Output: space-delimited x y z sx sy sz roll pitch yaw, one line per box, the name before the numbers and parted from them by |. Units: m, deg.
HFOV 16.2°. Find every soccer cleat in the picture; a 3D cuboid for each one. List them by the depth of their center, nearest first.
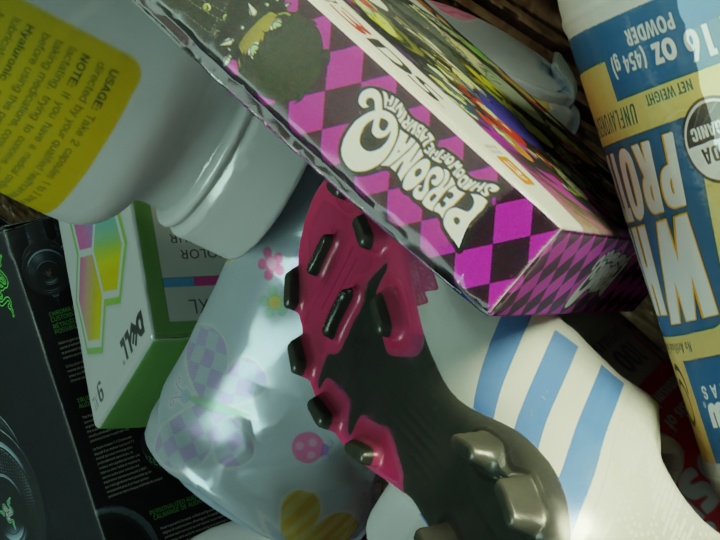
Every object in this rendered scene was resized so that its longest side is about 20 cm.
soccer cleat | 0.041 0.041 0.731 0.070 0.086 0.200 -67 31 27

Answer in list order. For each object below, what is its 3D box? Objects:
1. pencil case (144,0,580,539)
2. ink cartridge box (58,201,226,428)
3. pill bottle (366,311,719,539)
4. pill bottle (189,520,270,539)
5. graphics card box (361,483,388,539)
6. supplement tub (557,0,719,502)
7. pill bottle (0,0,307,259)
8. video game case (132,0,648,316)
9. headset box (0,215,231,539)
pencil case | 0.000 0.000 0.901 0.090 0.083 0.201 30 104 15
ink cartridge box | -0.079 0.003 1.042 0.104 0.059 0.202 129 133 -60
pill bottle | 0.108 0.110 0.804 0.200 0.112 0.112 42 139 9
pill bottle | -0.029 0.189 1.017 0.117 0.116 0.200 53 165 26
graphics card box | 0.040 0.076 0.971 0.200 0.051 0.126 41 135 39
supplement tub | 0.148 -0.012 0.692 0.144 0.144 0.202 -19 88 56
pill bottle | -0.112 -0.083 0.849 0.112 0.199 0.112 -54 18 28
video game case | 0.006 -0.057 0.744 0.181 0.200 0.036 43 101 13
headset box | -0.138 0.068 1.180 0.174 0.092 0.202 -19 88 55
